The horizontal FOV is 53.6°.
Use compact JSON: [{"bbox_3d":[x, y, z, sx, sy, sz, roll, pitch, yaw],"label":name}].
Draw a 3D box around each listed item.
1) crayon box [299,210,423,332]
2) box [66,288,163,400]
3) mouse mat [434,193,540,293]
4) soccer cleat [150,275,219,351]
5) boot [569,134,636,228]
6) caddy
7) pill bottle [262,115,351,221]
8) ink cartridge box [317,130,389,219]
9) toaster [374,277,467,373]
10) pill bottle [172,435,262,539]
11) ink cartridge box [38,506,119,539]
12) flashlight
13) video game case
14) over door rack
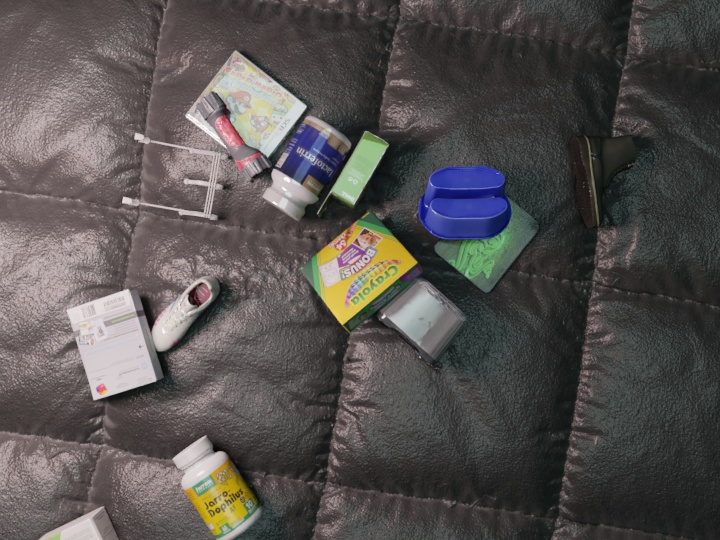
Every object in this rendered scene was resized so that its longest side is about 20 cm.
[{"bbox_3d":[0.000,0.000,1.490,0.200,0.058,0.173,-40,58,-1],"label":"crayon box"},{"bbox_3d":[-0.518,0.155,1.506,0.155,0.041,0.201,-18,88,12],"label":"box"},{"bbox_3d":[0.278,-0.073,1.563,0.161,0.008,0.200,39,89,-1],"label":"mouse mat"},{"bbox_3d":[-0.378,0.089,1.504,0.070,0.086,0.200,41,89,-1],"label":"soccer cleat"},{"bbox_3d":[0.541,-0.198,1.541,0.137,0.077,0.202,-7,90,-6],"label":"boot"},{"bbox_3d":[0.223,-0.138,1.511,0.198,0.105,0.142,0,64,3],"label":"caddy"},{"bbox_3d":[-0.116,-0.213,1.501,0.115,0.116,0.201,32,89,-1],"label":"pill bottle"},{"bbox_3d":[-0.015,-0.186,1.508,0.059,0.104,0.201,30,88,0],"label":"ink cartridge box"},{"bbox_3d":[0.135,0.107,1.504,0.200,0.114,0.129,42,86,2],"label":"toaster"},{"bbox_3d":[-0.301,0.452,1.488,0.112,0.113,0.201,-33,90,-2],"label":"pill bottle"},{"bbox_3d":[-0.573,0.626,1.492,0.145,0.084,0.201,-25,90,-1],"label":"ink cartridge box"},{"bbox_3d":[-0.265,-0.282,1.500,0.067,0.068,0.201,-34,92,-1],"label":"flashlight"},{"bbox_3d":[-0.246,-0.343,1.545,0.200,0.023,0.182,37,88,0],"label":"video game case"},{"bbox_3d":[-0.390,-0.196,1.509,0.199,0.067,0.149,10,89,-22],"label":"over door rack"}]
